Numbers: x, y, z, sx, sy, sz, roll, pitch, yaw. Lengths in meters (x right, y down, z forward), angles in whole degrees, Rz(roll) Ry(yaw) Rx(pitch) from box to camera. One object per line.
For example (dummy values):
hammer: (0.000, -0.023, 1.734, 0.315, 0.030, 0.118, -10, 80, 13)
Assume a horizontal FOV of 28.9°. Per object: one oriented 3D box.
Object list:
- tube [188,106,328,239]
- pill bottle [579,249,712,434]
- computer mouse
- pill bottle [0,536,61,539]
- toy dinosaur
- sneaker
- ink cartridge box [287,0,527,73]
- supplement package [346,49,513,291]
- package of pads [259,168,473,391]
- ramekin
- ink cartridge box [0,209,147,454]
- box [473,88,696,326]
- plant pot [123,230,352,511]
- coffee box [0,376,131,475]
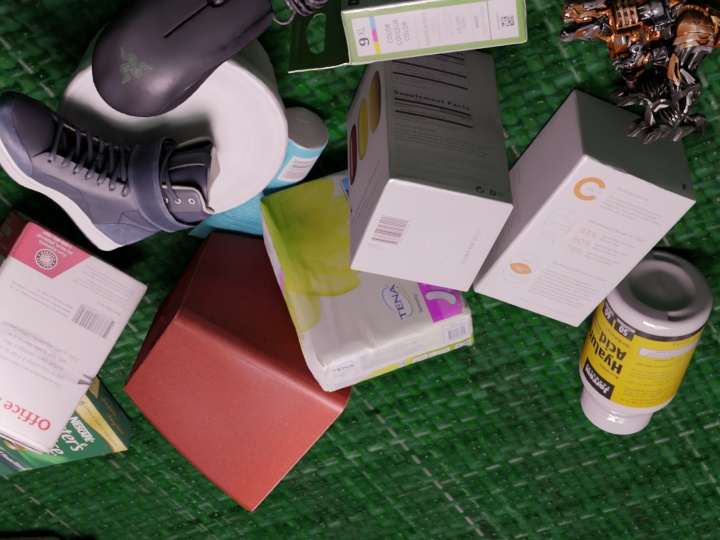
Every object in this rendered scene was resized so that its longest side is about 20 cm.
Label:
tube: (-0.095, -0.078, 1.358, 0.077, 0.050, 0.200, 22, 138, -17)
pill bottle: (0.295, 0.083, 1.483, 0.111, 0.111, 0.200, 3, 136, -4)
computer mouse: (-0.136, -0.207, 1.115, 0.200, 0.053, 0.139, -44, 94, -1)
pill bottle: (-0.440, 0.403, 1.814, 0.200, 0.113, 0.113, -3, 137, 1)
toy dinosaur: (0.272, -0.189, 1.214, 0.200, 0.102, 0.136, 16, 121, 13)
sneaker: (-0.204, -0.096, 1.163, 0.146, 0.077, 0.202, -10, 147, 27)
ink cartridge box: (0.034, -0.228, 1.153, 0.200, 0.104, 0.059, -7, 136, 7)
supplement package: (0.055, -0.099, 1.221, 0.109, 0.200, 0.114, 11, 135, -14)
package of pads: (0.000, 0.000, 1.299, 0.154, 0.200, 0.068, -19, 151, -6)
ramekin: (-0.164, -0.148, 1.243, 0.202, 0.094, 0.203, -1, 137, -1)
ink cartridge box: (-0.331, 0.062, 1.397, 0.146, 0.085, 0.200, 32, 85, -30)
box: (0.207, -0.056, 1.344, 0.124, 0.098, 0.200, 19, 134, -20)
plant pot: (-0.117, 0.080, 1.393, 0.176, 0.200, 0.200, 30, 129, -13)
coffee box: (-0.382, 0.178, 1.624, 0.200, 0.044, 0.123, -12, 136, 12)
